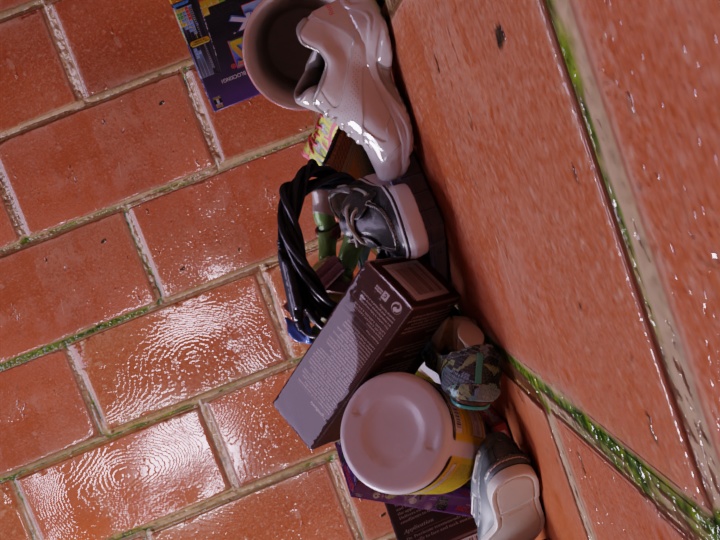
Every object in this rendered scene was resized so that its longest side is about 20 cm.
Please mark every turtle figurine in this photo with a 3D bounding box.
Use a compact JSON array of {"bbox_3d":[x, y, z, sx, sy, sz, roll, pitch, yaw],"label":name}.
[{"bbox_3d":[0.000,0.000,1.170,0.144,0.197,0.197,-152,64,-79],"label":"turtle figurine"}]

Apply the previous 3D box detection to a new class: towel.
[{"bbox_3d":[-0.005,-0.121,1.284,0.201,0.021,0.148,72,-150,-47],"label":"towel"}]

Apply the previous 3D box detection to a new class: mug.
[{"bbox_3d":[-0.066,-0.251,1.144,0.200,0.132,0.180,-106,-3,-75],"label":"mug"}]

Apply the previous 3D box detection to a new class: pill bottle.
[{"bbox_3d":[0.065,0.172,0.972,0.200,0.113,0.116,31,-146,-65],"label":"pill bottle"}]

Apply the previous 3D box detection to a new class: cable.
[{"bbox_3d":[-0.020,-0.028,1.047,0.051,0.161,0.203,-20,82,58],"label":"cable"}]

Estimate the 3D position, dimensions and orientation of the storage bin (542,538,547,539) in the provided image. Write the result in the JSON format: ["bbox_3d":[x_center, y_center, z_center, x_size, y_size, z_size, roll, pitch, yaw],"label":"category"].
[{"bbox_3d":[0.200,0.410,1.004,0.136,0.093,0.201,72,176,-52],"label":"storage bin"}]

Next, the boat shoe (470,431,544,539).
[{"bbox_3d":[0.149,0.239,0.989,0.201,0.072,0.062,82,168,-50],"label":"boat shoe"}]

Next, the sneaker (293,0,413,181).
[{"bbox_3d":[-0.011,-0.164,0.885,0.078,0.098,0.202,-114,4,-52],"label":"sneaker"}]

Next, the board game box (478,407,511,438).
[{"bbox_3d":[0.160,0.207,1.120,0.200,0.019,0.104,-132,23,-84],"label":"board game box"}]

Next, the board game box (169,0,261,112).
[{"bbox_3d":[-0.139,-0.331,1.278,0.057,0.198,0.167,-122,10,-70],"label":"board game box"}]

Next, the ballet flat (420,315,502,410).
[{"bbox_3d":[0.103,0.080,0.941,0.200,0.073,0.075,-131,20,-79],"label":"ballet flat"}]

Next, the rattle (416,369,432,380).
[{"bbox_3d":[0.131,0.204,1.330,0.143,0.130,0.199,52,153,-19],"label":"rattle"}]

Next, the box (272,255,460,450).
[{"bbox_3d":[0.005,0.082,0.960,0.075,0.201,0.100,44,-153,23],"label":"box"}]

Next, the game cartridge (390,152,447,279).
[{"bbox_3d":[0.060,-0.055,1.037,0.200,0.038,0.131,74,179,-67],"label":"game cartridge"}]

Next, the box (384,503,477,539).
[{"bbox_3d":[0.133,0.372,1.385,0.201,0.164,0.166,-113,2,-56],"label":"box"}]

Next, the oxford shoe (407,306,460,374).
[{"bbox_3d":[0.022,0.104,1.055,0.073,0.201,0.084,38,-176,38],"label":"oxford shoe"}]

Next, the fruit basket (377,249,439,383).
[{"bbox_3d":[0.073,0.059,1.270,0.200,0.093,0.188,-155,43,-72],"label":"fruit basket"}]

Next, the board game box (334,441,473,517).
[{"bbox_3d":[0.070,0.232,1.101,0.120,0.197,0.033,-120,48,-64],"label":"board game box"}]

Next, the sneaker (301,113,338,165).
[{"bbox_3d":[-0.044,-0.186,1.337,0.079,0.089,0.202,-83,-13,-59],"label":"sneaker"}]

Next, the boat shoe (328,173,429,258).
[{"bbox_3d":[0.014,-0.049,0.948,0.200,0.070,0.073,-137,30,-72],"label":"boat shoe"}]
